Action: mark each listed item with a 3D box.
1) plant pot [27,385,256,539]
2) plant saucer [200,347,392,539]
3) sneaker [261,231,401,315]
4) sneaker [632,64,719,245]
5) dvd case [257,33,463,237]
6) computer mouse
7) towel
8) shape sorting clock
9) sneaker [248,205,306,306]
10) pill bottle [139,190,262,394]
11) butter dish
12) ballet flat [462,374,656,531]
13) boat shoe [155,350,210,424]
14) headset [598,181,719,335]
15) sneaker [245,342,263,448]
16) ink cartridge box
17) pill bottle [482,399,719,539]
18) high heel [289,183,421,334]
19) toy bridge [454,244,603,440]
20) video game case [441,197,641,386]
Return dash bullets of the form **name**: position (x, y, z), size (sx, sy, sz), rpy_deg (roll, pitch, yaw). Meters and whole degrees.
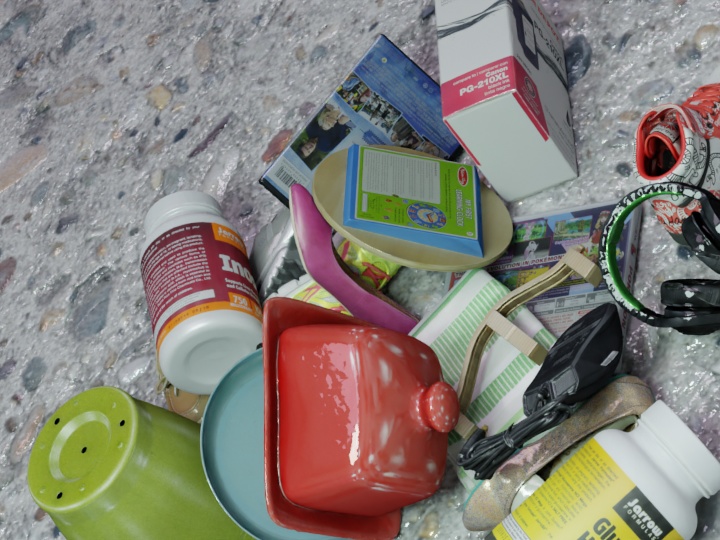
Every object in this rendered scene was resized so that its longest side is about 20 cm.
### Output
- **plant pot**: position (-0.208, 0.209, 1.672), size (0.199, 0.193, 0.202), rpy_deg (-21, 47, 24)
- **plant saucer**: position (-0.052, 0.164, 1.622), size (0.027, 0.199, 0.202), rpy_deg (126, 166, -64)
- **sneaker**: position (-0.012, 0.026, 1.756), size (0.200, 0.078, 0.091), rpy_deg (-43, 41, 18)
- **sneaker**: position (0.308, -0.134, 1.601), size (0.067, 0.108, 0.203), rpy_deg (4, 60, 39)
- **dvd case**: position (0.011, -0.121, 1.810), size (0.200, 0.142, 0.018), rpy_deg (-50, 8, -7)
- **computer mouse**: position (0.158, 0.111, 1.498), size (0.140, 0.046, 0.200), rpy_deg (-38, 7, 35)
- **towel**: position (0.112, 0.102, 1.604), size (0.153, 0.023, 0.200), rpy_deg (-47, 48, 7)
- **shape sorting clock**: position (0.050, -0.059, 1.683), size (0.198, 0.040, 0.201), rpy_deg (9, 34, -6)
- **sneaker**: position (-0.075, -0.047, 1.855), size (0.082, 0.075, 0.201), rpy_deg (16, 69, 43)
- **pill bottle**: position (-0.163, 0.017, 1.787), size (0.112, 0.113, 0.201), rpy_deg (-31, 47, 14)
- **butter dish**: position (0.018, 0.125, 1.521), size (0.147, 0.199, 0.202), rpy_deg (-11, 72, 35)
- **ballet flat**: position (0.174, 0.168, 1.502), size (0.200, 0.068, 0.067), rpy_deg (-42, 45, 5)
- **boat shoe**: position (-0.188, 0.081, 1.853), size (0.073, 0.063, 0.201), rpy_deg (-28, 45, 16)
- **headset**: position (0.293, 0.001, 1.497), size (0.199, 0.094, 0.125), rpy_deg (23, 103, 21)
- **sneaker**: position (-0.089, 0.158, 1.668), size (0.070, 0.099, 0.202), rpy_deg (126, 158, -63)
- **ink cartridge box**: position (0.143, -0.194, 1.749), size (0.084, 0.145, 0.201), rpy_deg (-20, 48, 22)
- **pill bottle**: position (0.196, 0.203, 1.422), size (0.200, 0.112, 0.113), rpy_deg (-43, 42, 2)
- **high heel**: position (0.000, 0.000, 1.681), size (0.095, 0.202, 0.067), rpy_deg (-19, 11, 7)
- **toy bridge**: position (0.138, 0.058, 1.576), size (0.201, 0.027, 0.067), rpy_deg (-53, 48, 1)
- **video game case**: position (0.162, 0.025, 1.655), size (0.199, 0.023, 0.184), rpy_deg (-10, 53, 33)
